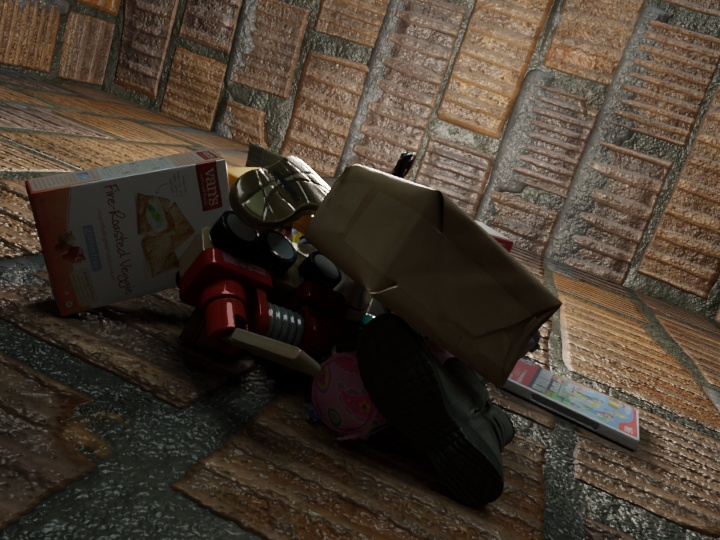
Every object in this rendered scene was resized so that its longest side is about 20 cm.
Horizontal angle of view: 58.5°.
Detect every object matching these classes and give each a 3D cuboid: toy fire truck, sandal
[{"bbox_3d":[-0.080,0.051,0.635,0.175,0.129,0.202,25,34,-37],"label":"toy fire truck"},{"bbox_3d":[-0.086,-0.075,0.697,0.081,0.054,0.200,53,27,3],"label":"sandal"}]

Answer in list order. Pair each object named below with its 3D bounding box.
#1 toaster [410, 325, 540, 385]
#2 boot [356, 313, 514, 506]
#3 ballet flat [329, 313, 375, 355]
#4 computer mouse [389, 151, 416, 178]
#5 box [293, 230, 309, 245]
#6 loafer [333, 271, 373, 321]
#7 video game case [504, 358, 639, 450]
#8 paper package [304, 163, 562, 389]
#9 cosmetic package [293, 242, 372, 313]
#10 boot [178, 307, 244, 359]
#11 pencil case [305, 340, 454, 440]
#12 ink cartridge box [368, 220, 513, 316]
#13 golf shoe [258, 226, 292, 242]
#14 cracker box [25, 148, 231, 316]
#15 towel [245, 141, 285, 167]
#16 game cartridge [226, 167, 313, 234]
[{"bbox_3d":[0.138,0.066,0.826,0.201,0.129,0.114,54,-4,-28],"label":"toaster"},{"bbox_3d":[0.075,0.115,0.621,0.201,0.067,0.131,55,22,-4],"label":"boot"},{"bbox_3d":[-0.040,0.069,0.810,0.198,0.068,0.068,27,21,35],"label":"ballet flat"},{"bbox_3d":[0.031,-0.057,0.879,0.045,0.141,0.203,14,53,-19],"label":"computer mouse"},{"bbox_3d":[-0.079,-0.057,1.071,0.069,0.065,0.199,-1,-8,-23],"label":"box"},{"bbox_3d":[0.000,0.000,0.820,0.071,0.064,0.200,24,19,-4],"label":"loafer"},{"bbox_3d":[0.304,0.186,0.936,0.198,0.018,0.143,24,13,20],"label":"video game case"},{"bbox_3d":[0.063,-0.003,0.637,0.190,0.104,0.200,36,0,-26],"label":"paper package"},{"bbox_3d":[-0.035,0.021,0.971,0.103,0.088,0.198,32,17,39],"label":"cosmetic package"},{"bbox_3d":[-0.154,0.045,0.767,0.075,0.074,0.201,29,19,-11],"label":"boot"},{"bbox_3d":[0.036,0.121,0.677,0.087,0.089,0.199,27,16,34],"label":"pencil case"},{"bbox_3d":[0.107,0.024,0.913,0.142,0.203,0.084,11,18,-30],"label":"ink cartridge box"},{"bbox_3d":[-0.116,-0.022,0.823,0.074,0.093,0.200,-17,23,-4],"label":"golf shoe"},{"bbox_3d":[-0.238,-0.046,0.695,0.198,0.136,0.058,-17,29,-28],"label":"cracker box"},{"bbox_3d":[-0.157,-0.103,1.076,0.034,0.196,0.200,3,18,-31],"label":"towel"},{"bbox_3d":[-0.086,-0.085,0.851,0.174,0.033,0.200,28,12,3],"label":"game cartridge"}]
